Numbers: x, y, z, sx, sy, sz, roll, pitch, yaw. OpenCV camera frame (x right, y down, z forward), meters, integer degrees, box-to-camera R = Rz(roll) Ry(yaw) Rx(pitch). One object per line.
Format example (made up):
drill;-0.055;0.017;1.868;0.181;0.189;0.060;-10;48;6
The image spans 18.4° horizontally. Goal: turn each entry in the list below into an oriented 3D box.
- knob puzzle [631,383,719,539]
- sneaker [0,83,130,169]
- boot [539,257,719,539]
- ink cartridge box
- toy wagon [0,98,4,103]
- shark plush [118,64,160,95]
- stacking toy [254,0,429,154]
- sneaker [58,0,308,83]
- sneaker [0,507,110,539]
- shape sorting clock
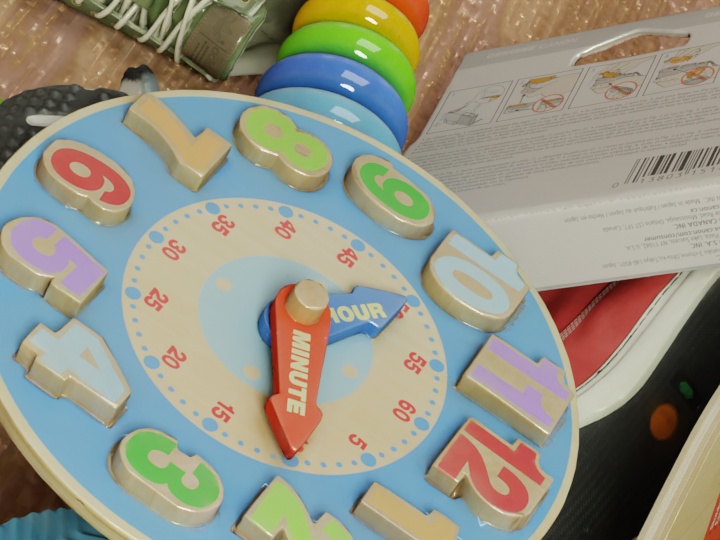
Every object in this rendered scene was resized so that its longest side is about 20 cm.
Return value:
knob puzzle;0.131;0.098;0.882;0.030;0.221;0.219;25;33;22
sneaker;-0.049;0.013;0.755;0.199;0.080;0.074;32;53;-4
boot;0.074;0.062;0.962;0.200;0.144;0.073;-47;120;-19
ink cartridge box;0.112;-0.055;1.002;0.176;0.199;0.045;-55;130;-50
toy wagon;-0.205;-0.060;0.809;0.154;0.040;0.200;14;10;-20
shark plush;-0.087;0.006;0.881;0.083;0.090;0.201;44;21;-49
stacking toy;-0.008;-0.089;0.977;0.085;0.085;0.201;27;57;-16
sneaker;-0.078;-0.129;1.009;0.199;0.067;0.090;5;45;-40
sneaker;-0.061;0.113;0.665;0.076;0.081;0.199;36;28;28
shape sorting clock;-0.022;0.018;0.676;0.199;0.039;0.201;18;45;-19
